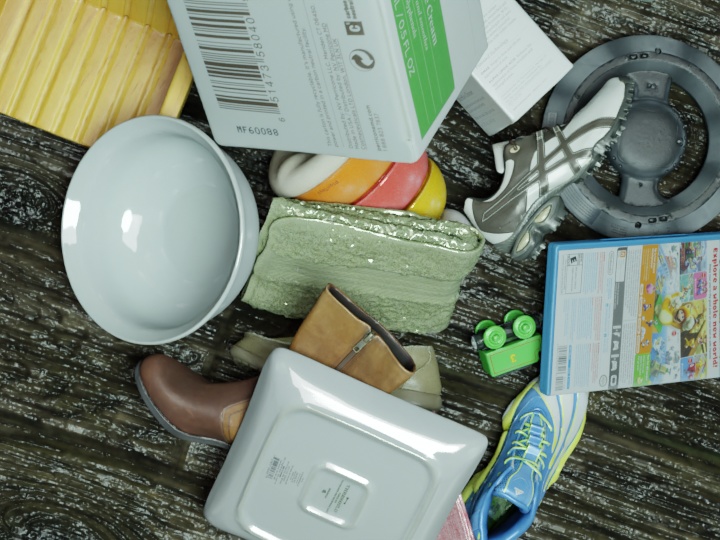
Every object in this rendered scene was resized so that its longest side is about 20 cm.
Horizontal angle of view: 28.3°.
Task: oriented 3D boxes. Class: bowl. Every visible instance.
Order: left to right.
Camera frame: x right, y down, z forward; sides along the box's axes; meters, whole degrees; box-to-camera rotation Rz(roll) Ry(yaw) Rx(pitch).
[{"bbox_3d":[-0.161,-0.035,1.267,0.201,0.090,0.201,0,90,31],"label":"bowl"}]

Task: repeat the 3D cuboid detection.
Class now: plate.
[{"bbox_3d":[-0.019,0.186,1.224,0.200,0.032,0.200,24,117,-1],"label":"plate"}]

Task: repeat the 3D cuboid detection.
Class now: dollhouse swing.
[{"bbox_3d":[-0.236,-0.210,1.236,0.200,0.176,0.182,22,86,-8],"label":"dollhouse swing"}]

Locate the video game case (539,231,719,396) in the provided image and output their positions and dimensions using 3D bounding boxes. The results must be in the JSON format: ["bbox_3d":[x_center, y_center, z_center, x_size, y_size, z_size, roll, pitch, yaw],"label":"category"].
[{"bbox_3d":[0.262,0.039,1.339,0.200,0.018,0.143,-4,104,-22],"label":"video game case"}]

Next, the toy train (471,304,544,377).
[{"bbox_3d":[0.202,0.050,1.361,0.200,0.042,0.056,-18,102,-8],"label":"toy train"}]

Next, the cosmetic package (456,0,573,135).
[{"bbox_3d":[0.090,-0.228,1.313,0.081,0.113,0.200,-45,94,-6],"label":"cosmetic package"}]

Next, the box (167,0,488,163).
[{"bbox_3d":[-0.026,-0.220,1.166,0.200,0.199,0.171,7,45,25],"label":"box"}]

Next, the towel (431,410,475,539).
[{"bbox_3d":[-0.002,0.217,1.293,0.200,0.023,0.144,-17,88,22],"label":"towel"}]

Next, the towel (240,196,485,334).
[{"bbox_3d":[0.000,0.000,1.290,0.200,0.148,0.037,8,49,-11],"label":"towel"}]

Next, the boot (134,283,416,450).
[{"bbox_3d":[-0.079,0.087,1.231,0.188,0.068,0.200,42,121,3],"label":"boot"}]

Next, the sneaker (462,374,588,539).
[{"bbox_3d":[0.158,0.181,1.319,0.076,0.105,0.200,31,86,-7],"label":"sneaker"}]

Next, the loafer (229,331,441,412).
[{"bbox_3d":[-0.020,0.084,1.314,0.200,0.076,0.067,14,75,-3],"label":"loafer"}]

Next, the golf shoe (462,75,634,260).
[{"bbox_3d":[0.173,-0.108,1.313,0.094,0.078,0.200,35,88,5],"label":"golf shoe"}]

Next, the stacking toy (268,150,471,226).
[{"bbox_3d":[0.027,-0.074,1.313,0.200,0.146,0.146,42,84,-24],"label":"stacking toy"}]

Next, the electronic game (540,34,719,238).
[{"bbox_3d":[0.272,-0.125,1.370,0.200,0.042,0.200,0,90,0],"label":"electronic game"}]
